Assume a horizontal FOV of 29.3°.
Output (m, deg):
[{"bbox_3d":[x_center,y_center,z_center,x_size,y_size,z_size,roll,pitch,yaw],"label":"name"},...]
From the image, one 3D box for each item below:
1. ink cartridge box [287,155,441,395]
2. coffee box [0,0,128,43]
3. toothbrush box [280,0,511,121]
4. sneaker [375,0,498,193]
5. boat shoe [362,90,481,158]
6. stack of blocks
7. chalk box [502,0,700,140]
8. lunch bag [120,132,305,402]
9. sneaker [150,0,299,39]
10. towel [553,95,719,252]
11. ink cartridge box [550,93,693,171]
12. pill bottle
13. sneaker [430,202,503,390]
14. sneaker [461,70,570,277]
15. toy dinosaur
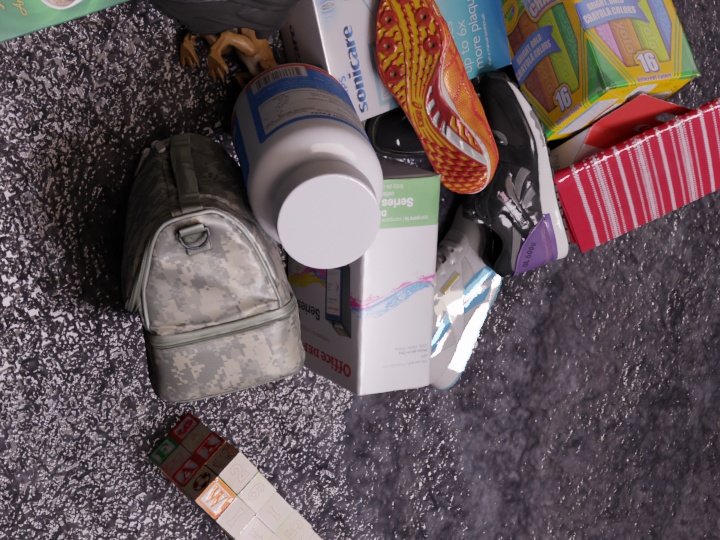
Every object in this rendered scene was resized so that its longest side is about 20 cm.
[{"bbox_3d":[0.000,0.000,1.285,0.087,0.145,0.202,-7,106,-29],"label":"ink cartridge box"},{"bbox_3d":[-0.251,-0.266,1.125,0.199,0.044,0.124,-26,115,-25],"label":"coffee box"},{"bbox_3d":[0.029,-0.236,1.280,0.199,0.085,0.147,-22,114,-24],"label":"toothbrush box"},{"bbox_3d":[0.067,-0.166,1.243,0.072,0.077,0.201,-14,109,20],"label":"sneaker"},{"bbox_3d":[0.092,-0.145,1.354,0.199,0.068,0.072,-6,107,-29],"label":"boat shoe"},{"bbox_3d":[-0.099,0.234,1.302,0.059,0.115,0.200,-46,122,-13],"label":"stack of blocks"},{"bbox_3d":[0.219,-0.246,1.351,0.123,0.124,0.201,-12,75,-28],"label":"chalk box"},{"bbox_3d":[-0.133,-0.011,1.165,0.138,0.200,0.169,-11,116,-6],"label":"lunch bag"},{"bbox_3d":[-0.144,-0.235,1.128,0.199,0.091,0.076,15,54,-16],"label":"sneaker"},{"bbox_3d":[0.288,-0.097,1.368,0.199,0.023,0.145,-25,147,6],"label":"towel"},{"bbox_3d":[0.268,-0.100,1.396,0.160,0.200,0.050,9,65,-36],"label":"ink cartridge box"},{"bbox_3d":[-0.043,-0.084,1.135,0.111,0.200,0.113,-5,121,-9],"label":"pill bottle"},{"bbox_3d":[0.085,0.017,1.386,0.080,0.076,0.201,19,89,-28],"label":"sneaker"},{"bbox_3d":[0.134,-0.086,1.313,0.087,0.076,0.201,-23,111,-10],"label":"sneaker"},{"bbox_3d":[-0.110,-0.217,1.229,0.106,0.060,0.201,-35,107,-36],"label":"toy dinosaur"}]
